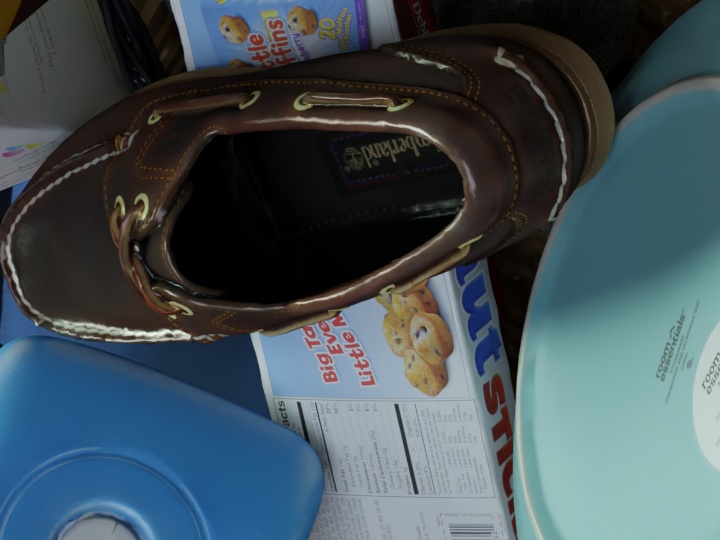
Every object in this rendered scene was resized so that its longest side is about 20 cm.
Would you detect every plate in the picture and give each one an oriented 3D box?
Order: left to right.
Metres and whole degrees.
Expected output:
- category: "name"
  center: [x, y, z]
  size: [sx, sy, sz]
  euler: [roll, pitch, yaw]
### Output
- category: "plate"
  center: [0.083, 0.021, 0.713]
  size: [0.025, 0.201, 0.201]
  euler: [12, 125, -27]

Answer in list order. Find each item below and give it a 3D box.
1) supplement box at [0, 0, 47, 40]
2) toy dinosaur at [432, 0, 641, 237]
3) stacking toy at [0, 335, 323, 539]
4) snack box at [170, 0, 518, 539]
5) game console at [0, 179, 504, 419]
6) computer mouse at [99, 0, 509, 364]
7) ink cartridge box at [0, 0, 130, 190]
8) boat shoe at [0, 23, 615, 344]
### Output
- category: "supplement box"
  center: [-0.117, -0.187, 0.742]
  size: [0.197, 0.200, 0.133]
  euler: [31, 121, 3]
- category: "toy dinosaur"
  center: [0.041, -0.085, 0.820]
  size: [0.102, 0.077, 0.201]
  euler: [-8, 107, 10]
- category: "stacking toy"
  center: [-0.090, 0.100, 0.886]
  size: [0.109, 0.117, 0.200]
  euler: [21, 164, -6]
- category: "snack box"
  center: [0.000, 0.000, 0.817]
  size: [0.072, 0.024, 0.201]
  euler: [0, 112, 32]
- category: "game console"
  center: [-0.060, 0.036, 0.928]
  size: [0.199, 0.031, 0.178]
  euler: [18, 119, 11]
- category: "computer mouse"
  center: [-0.021, -0.020, 0.850]
  size: [0.058, 0.034, 0.200]
  euler: [-28, 103, 31]
- category: "ink cartridge box"
  center: [-0.161, -0.048, 0.798]
  size: [0.117, 0.200, 0.068]
  euler: [-21, 84, 22]
- category: "boat shoe"
  center: [-0.030, -0.018, 0.767]
  size: [0.199, 0.070, 0.071]
  euler: [-18, 103, 40]
